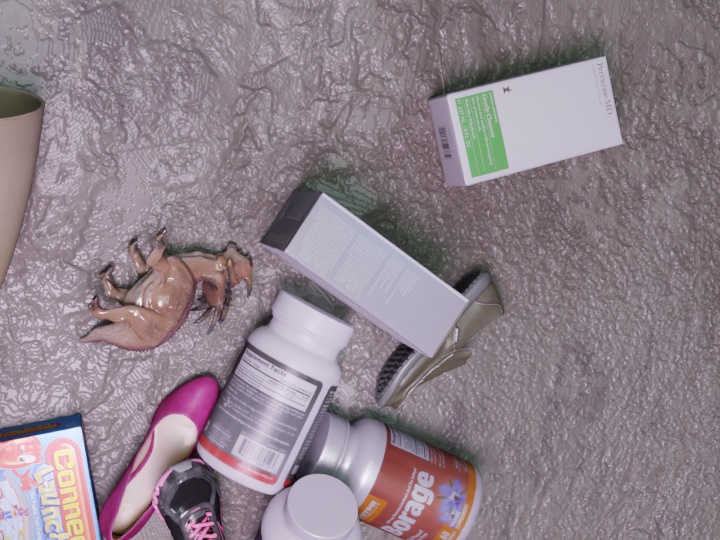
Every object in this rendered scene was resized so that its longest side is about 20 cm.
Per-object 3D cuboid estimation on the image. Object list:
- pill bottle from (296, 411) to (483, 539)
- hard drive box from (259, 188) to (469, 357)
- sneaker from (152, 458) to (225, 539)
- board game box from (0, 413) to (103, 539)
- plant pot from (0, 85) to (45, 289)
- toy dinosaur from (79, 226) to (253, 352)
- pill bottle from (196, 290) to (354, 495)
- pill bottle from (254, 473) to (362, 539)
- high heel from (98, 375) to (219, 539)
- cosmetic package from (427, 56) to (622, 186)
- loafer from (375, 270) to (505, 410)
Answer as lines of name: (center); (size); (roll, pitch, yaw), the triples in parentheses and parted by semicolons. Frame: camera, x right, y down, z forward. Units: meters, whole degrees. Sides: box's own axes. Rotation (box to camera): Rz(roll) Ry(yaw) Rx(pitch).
pill bottle: (0.032, 0.239, 1.291); (0.198, 0.112, 0.113); (25, 90, -15)
hard drive box: (0.000, 0.000, 1.234); (0.199, 0.156, 0.077); (36, 86, -16)
sneaker: (-0.171, 0.296, 1.224); (0.078, 0.095, 0.202); (-21, 126, -26)
board game box: (-0.383, 0.276, 1.221); (0.193, 0.056, 0.203); (-10, 99, -12)
plant pot: (-0.411, -0.071, 1.125); (0.184, 0.188, 0.203); (1, 109, -14)
toy dinosaur: (-0.212, 0.037, 1.226); (0.200, 0.086, 0.136); (-45, 111, 0)
pill bottle: (-0.090, 0.134, 1.247); (0.115, 0.116, 0.202); (26, 89, -15)
pill bottle: (-0.064, 0.311, 1.229); (0.111, 0.113, 0.201); (6, 135, -14)
high heel: (-0.218, 0.206, 1.233); (0.067, 0.096, 0.200); (42, 86, -14)
cosmetic package: (0.189, -0.172, 1.299); (0.197, 0.085, 0.109); (-16, 97, -10)
loafer: (0.097, 0.091, 1.310); (0.070, 0.075, 0.200); (44, 85, -10)
